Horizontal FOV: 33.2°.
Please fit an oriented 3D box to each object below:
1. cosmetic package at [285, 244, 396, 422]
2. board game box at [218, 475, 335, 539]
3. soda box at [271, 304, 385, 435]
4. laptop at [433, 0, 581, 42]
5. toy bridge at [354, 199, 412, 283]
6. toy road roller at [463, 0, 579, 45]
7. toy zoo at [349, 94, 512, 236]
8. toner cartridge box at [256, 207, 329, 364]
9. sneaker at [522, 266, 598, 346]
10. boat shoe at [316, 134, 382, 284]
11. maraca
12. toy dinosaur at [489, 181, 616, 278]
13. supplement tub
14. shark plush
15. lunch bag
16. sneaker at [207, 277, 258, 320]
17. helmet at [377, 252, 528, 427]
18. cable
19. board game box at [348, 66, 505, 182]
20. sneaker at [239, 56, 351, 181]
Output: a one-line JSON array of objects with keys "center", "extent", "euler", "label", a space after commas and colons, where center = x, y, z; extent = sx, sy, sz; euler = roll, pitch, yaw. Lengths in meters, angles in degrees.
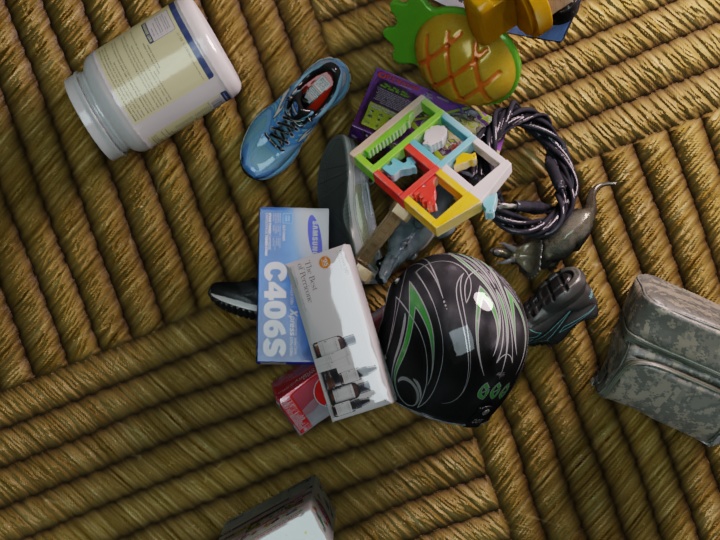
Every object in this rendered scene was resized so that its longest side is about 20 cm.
[{"center": [-0.024, 0.076, 1.486], "extent": [0.081, 0.051, 0.203], "euler": [-18, 87, 7], "label": "cosmetic package"}, {"center": [-0.111, 0.347, 1.577], "extent": [0.146, 0.200, 0.065], "euler": [-29, 92, 1], "label": "board game box"}, {"center": [-0.022, 0.132, 1.628], "extent": [0.199, 0.070, 0.064], "euler": [-34, 109, 0], "label": "soda box"}, {"center": [0.206, -0.420, 1.589], "extent": [0.198, 0.116, 0.190], "euler": [24, 92, -1], "label": "laptop"}, {"center": [0.000, 0.000, 1.544], "extent": [0.027, 0.067, 0.202], "euler": [31, 94, -10], "label": "toy bridge"}, {"center": [0.175, -0.377, 1.502], "extent": [0.145, 0.123, 0.201], "euler": [-33, 66, -2], "label": "toy road roller"}, {"center": [0.096, -0.126, 1.507], "extent": [0.131, 0.021, 0.200], "euler": [-39, 58, -13], "label": "toy zoo"}, {"center": [-0.089, 0.021, 1.581], "extent": [0.093, 0.043, 0.204], "euler": [1, 83, -7], "label": "toner cartridge box"}, {"center": [0.232, 0.080, 1.630], "extent": [0.198, 0.076, 0.079], "euler": [-33, 120, 15], "label": "sneaker"}, {"center": [-0.009, -0.081, 1.625], "extent": [0.064, 0.074, 0.206], "euler": [-2, 79, -40], "label": "boat shoe"}, {"center": [0.121, -0.292, 1.597], "extent": [0.198, 0.107, 0.138], "euler": [28, 135, 10], "label": "maraca"}, {"center": [0.271, -0.044, 1.611], "extent": [0.198, 0.102, 0.078], "euler": [-29, 92, 2], "label": "toy dinosaur"}, {"center": [-0.272, -0.248, 1.582], "extent": [0.198, 0.145, 0.146], "euler": [-31, 92, 1], "label": "supplement tub"}, {"center": [0.064, -0.063, 1.584], "extent": [0.091, 0.083, 0.200], "euler": [47, 55, 5], "label": "shark plush"}, {"center": [0.426, 0.125, 1.607], "extent": [0.197, 0.140, 0.170], "euler": [22, 108, 0], "label": "lunch bag"}, {"center": [-0.105, 0.025, 1.637], "extent": [0.197, 0.070, 0.092], "euler": [11, 79, -1], "label": "sneaker"}, {"center": [0.119, 0.079, 1.528], "extent": [0.197, 0.200, 0.194], "euler": [15, 103, -1], "label": "helmet"}, {"center": [0.220, -0.135, 1.573], "extent": [0.163, 0.051, 0.200], "euler": [40, 51, 1], "label": "cable"}, {"center": [0.093, -0.188, 1.609], "extent": [0.197, 0.032, 0.121], "euler": [23, 57, 0], "label": "board game box"}, {"center": [-0.093, -0.208, 1.610], "extent": [0.078, 0.090, 0.201], "euler": [39, 93, -1], "label": "sneaker"}]
